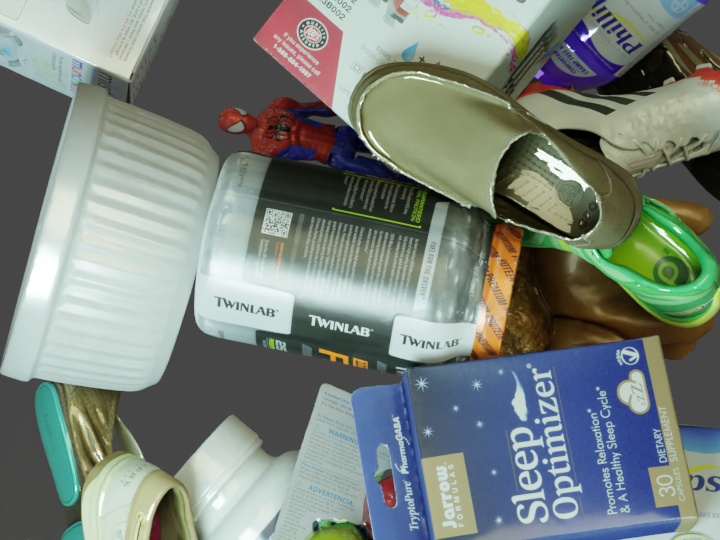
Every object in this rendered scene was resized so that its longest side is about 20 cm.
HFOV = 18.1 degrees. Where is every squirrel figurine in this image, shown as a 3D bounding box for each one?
[{"bbox_3d":[0.144,0.041,1.575,0.198,0.141,0.189,8,87,-9],"label":"squirrel figurine"}]

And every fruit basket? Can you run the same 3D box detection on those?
[{"bbox_3d":[0.030,0.192,1.432,0.184,0.094,0.201,21,55,-6],"label":"fruit basket"}]

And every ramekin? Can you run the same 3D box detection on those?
[{"bbox_3d":[-0.164,-0.015,1.499,0.104,0.200,0.202,15,74,-9],"label":"ramekin"}]

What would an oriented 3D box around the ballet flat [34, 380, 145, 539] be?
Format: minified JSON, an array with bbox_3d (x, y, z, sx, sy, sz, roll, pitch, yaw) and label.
[{"bbox_3d":[-0.172,0.166,1.529,0.072,0.068,0.202,-1,71,-29],"label":"ballet flat"}]

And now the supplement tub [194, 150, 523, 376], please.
[{"bbox_3d":[0.000,0.000,1.454,0.198,0.123,0.124,12,74,4],"label":"supplement tub"}]

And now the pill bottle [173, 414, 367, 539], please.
[{"bbox_3d":[-0.038,0.193,1.510,0.200,0.111,0.111,41,74,3],"label":"pill bottle"}]

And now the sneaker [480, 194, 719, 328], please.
[{"bbox_3d":[0.154,-0.037,1.474,0.199,0.084,0.074,28,75,10],"label":"sneaker"}]

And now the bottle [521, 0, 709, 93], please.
[{"bbox_3d":[0.164,-0.175,1.606,0.200,0.065,0.084,-39,100,25],"label":"bottle"}]

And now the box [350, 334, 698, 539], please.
[{"bbox_3d":[0.100,0.113,1.395,0.198,0.032,0.122,-8,69,-7],"label":"box"}]

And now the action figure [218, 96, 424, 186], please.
[{"bbox_3d":[-0.005,-0.087,1.621,0.198,0.052,0.066,12,79,-3],"label":"action figure"}]

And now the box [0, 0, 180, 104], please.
[{"bbox_3d":[-0.202,-0.240,1.601,0.175,0.097,0.201,23,73,-3],"label":"box"}]

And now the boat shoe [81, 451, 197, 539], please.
[{"bbox_3d":[-0.132,0.218,1.467,0.074,0.066,0.202,-32,121,-43],"label":"boat shoe"}]

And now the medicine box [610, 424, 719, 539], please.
[{"bbox_3d":[0.187,0.231,1.464,0.102,0.183,0.201,2,54,3],"label":"medicine box"}]

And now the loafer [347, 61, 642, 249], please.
[{"bbox_3d":[0.082,-0.074,1.406,0.198,0.067,0.077,23,99,9],"label":"loafer"}]

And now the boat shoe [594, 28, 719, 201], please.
[{"bbox_3d":[0.242,-0.128,1.661,0.200,0.076,0.074,49,42,14],"label":"boat shoe"}]

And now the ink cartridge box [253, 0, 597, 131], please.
[{"bbox_3d":[0.057,-0.184,1.513,0.145,0.145,0.200,41,100,10],"label":"ink cartridge box"}]

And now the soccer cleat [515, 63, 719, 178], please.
[{"bbox_3d":[0.196,-0.094,1.567,0.198,0.069,0.086,-1,44,6],"label":"soccer cleat"}]
